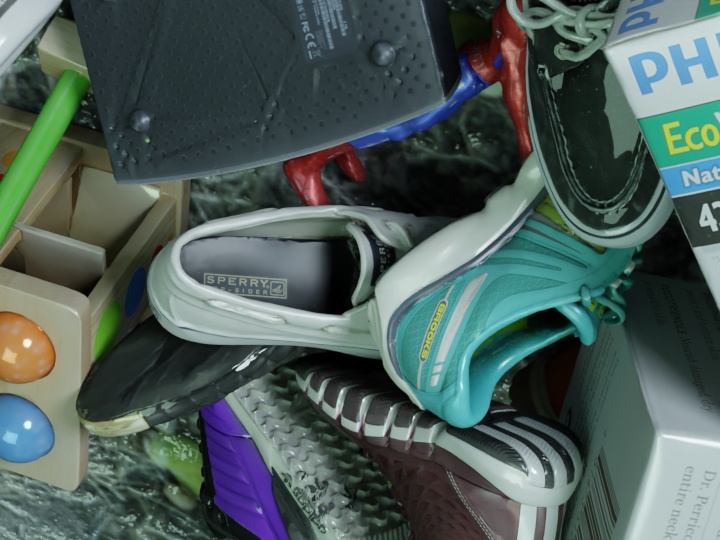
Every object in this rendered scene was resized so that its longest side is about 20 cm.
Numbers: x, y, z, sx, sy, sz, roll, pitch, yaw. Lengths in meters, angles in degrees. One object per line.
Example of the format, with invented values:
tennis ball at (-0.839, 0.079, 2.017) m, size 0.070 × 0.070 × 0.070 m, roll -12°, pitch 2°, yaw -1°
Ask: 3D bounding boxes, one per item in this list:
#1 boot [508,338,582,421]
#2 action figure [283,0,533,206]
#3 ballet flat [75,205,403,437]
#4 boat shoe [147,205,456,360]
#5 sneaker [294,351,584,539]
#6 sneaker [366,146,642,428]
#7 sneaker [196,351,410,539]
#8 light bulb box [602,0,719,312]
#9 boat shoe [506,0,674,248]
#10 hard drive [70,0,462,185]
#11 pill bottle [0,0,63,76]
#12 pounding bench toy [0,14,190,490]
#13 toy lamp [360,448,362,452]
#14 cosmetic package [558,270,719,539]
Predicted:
boot at (0.179, 0.106, 0.956) m, size 0.107 × 0.075 × 0.200 m, roll -35°, pitch 106°, yaw 32°
action figure at (0.064, -0.072, 0.876) m, size 0.099 × 0.065 × 0.200 m, roll 48°, pitch 129°, yaw -7°
ballet flat at (-0.050, 0.034, 0.935) m, size 0.066 × 0.199 × 0.057 m, roll 49°, pitch 160°, yaw 42°
boat shoe at (0.000, 0.000, 0.883) m, size 0.199 × 0.072 × 0.066 m, roll 4°, pitch 164°, yaw -13°
sneaker at (0.027, 0.111, 0.895) m, size 0.200 × 0.075 × 0.116 m, roll 24°, pitch 115°, yaw 57°
sneaker at (0.098, -0.006, 0.831) m, size 0.200 × 0.080 × 0.078 m, roll -41°, pitch 145°, yaw 4°
sneaker at (-0.062, 0.093, 0.996) m, size 0.100 × 0.069 × 0.201 m, roll -47°, pitch 65°, yaw 38°
light bulb box at (0.203, -0.067, 0.732) m, size 0.124 × 0.199 × 0.201 m, roll -13°, pitch 120°, yaw 28°
boat shoe at (0.099, -0.109, 0.767) m, size 0.073 × 0.068 × 0.201 m, roll 4°, pitch 93°, yaw 21°
hard drive at (-0.047, -0.119, 0.868) m, size 0.199 × 0.042 × 0.136 m, roll -11°, pitch 95°, yaw 35°
pill bottle at (-0.252, -0.165, 0.908) m, size 0.200 × 0.111 × 0.111 m, roll 41°, pitch 130°, yaw -10°
pounding bench toy at (-0.175, -0.013, 0.959) m, size 0.124 × 0.156 × 0.201 m, roll 17°, pitch 129°, yaw 11°
toy lamp at (0.016, 0.067, 1.005) m, size 0.058 × 0.058 × 0.200 m, roll 39°, pitch 128°, yaw -8°
cosmetic package at (0.193, 0.122, 0.844) m, size 0.199 × 0.167 × 0.168 m, roll 12°, pitch 113°, yaw -6°
